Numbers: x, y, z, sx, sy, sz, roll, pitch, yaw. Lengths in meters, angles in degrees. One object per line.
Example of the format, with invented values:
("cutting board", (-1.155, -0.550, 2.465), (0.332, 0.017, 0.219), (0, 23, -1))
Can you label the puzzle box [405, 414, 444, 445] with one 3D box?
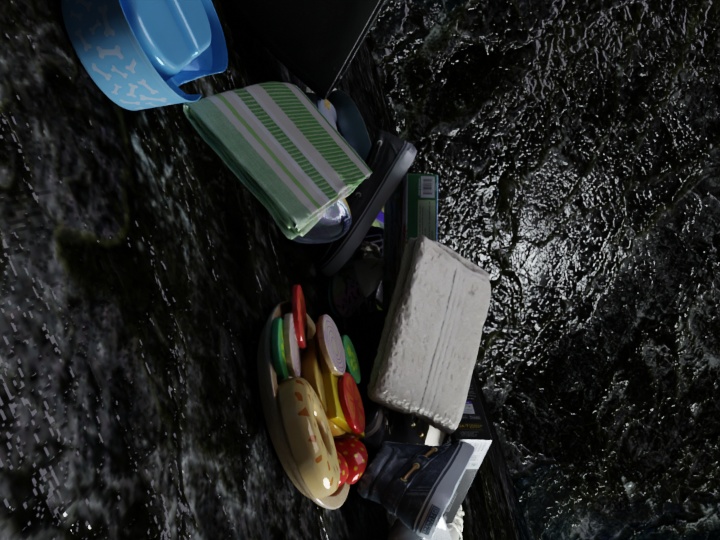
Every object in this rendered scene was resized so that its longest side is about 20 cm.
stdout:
("puzzle box", (0.086, 0.185, 0.869), (0.133, 0.025, 0.202), (-105, -158, -59))

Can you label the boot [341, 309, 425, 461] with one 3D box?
("boot", (0.028, 0.161, 0.791), (0.201, 0.072, 0.151), (-85, 154, -54))

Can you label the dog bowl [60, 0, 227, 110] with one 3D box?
("dog bowl", (-0.159, -0.188, 0.488), (0.201, 0.049, 0.112), (-86, 156, -60))

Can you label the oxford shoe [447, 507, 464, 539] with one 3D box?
("oxford shoe", (0.132, 0.389, 0.990), (0.201, 0.057, 0.076), (-86, 158, -57))

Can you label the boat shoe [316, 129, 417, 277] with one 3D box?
("boat shoe", (-0.005, -0.084, 0.807), (0.056, 0.201, 0.069), (31, 17, -9))

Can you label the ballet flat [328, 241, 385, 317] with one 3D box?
("ballet flat", (0.000, 0.000, 0.904), (0.200, 0.070, 0.070), (-77, 150, -68))

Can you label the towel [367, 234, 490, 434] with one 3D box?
("towel", (0.082, 0.071, 0.733), (0.132, 0.034, 0.202), (28, 70, -30))

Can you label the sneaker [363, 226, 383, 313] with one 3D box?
("sneaker", (0.028, 0.021, 1.052), (0.081, 0.073, 0.202), (80, 1, -64))

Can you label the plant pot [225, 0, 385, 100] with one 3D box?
("plant pot", (-0.061, -0.364, 0.818), (0.176, 0.201, 0.200), (30, 22, -8))

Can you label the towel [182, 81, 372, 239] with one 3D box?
("towel", (-0.071, -0.122, 0.643), (0.153, 0.023, 0.200), (49, 31, -4))

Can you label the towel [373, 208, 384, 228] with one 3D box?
("towel", (0.008, -0.112, 1.061), (0.143, 0.023, 0.200), (35, -9, 30))

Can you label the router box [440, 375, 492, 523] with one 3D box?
("router box", (0.116, 0.233, 0.903), (0.158, 0.052, 0.202), (-99, -163, -50))

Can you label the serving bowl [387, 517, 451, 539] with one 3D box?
("serving bowl", (0.070, 0.364, 0.707), (0.200, 0.065, 0.202), (-19, 90, -79))

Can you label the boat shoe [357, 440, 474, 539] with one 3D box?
("boat shoe", (0.066, 0.216, 0.704), (0.071, 0.090, 0.200), (-66, 164, 7))

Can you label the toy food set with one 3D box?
("toy food set", (-0.040, 0.117, 0.597), (0.200, 0.048, 0.200), (53, 22, -58))

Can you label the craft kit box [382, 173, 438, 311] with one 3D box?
("craft kit box", (0.063, -0.017, 0.860), (0.198, 0.048, 0.203), (171, -80, -87))

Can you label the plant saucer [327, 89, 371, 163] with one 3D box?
("plant saucer", (-0.030, -0.150, 0.905), (0.200, 0.027, 0.203), (166, -90, -70))

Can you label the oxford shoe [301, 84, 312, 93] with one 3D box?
("oxford shoe", (-0.044, -0.232, 1.058), (0.058, 0.075, 0.200), (27, -19, 47))

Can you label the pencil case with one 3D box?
("pencil case", (-0.060, -0.127, 0.774), (0.091, 0.082, 0.201), (97, -12, -48))
